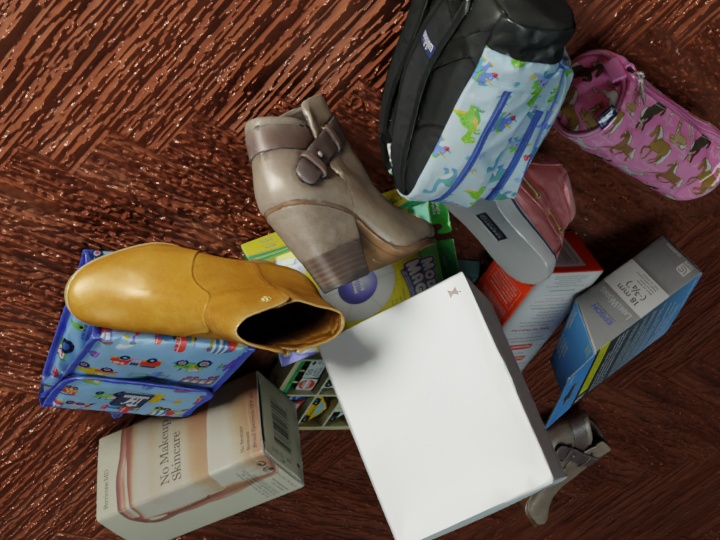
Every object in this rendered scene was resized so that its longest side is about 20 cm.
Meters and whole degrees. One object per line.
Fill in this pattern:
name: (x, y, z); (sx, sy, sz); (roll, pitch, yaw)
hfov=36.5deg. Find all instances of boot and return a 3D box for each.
boot: (-0.014, -0.069, 0.888); (0.070, 0.148, 0.199); (-23, 180, 29)
boot: (0.270, 0.267, 1.472); (0.145, 0.071, 0.200); (-31, 141, 5)
boot: (-0.122, 0.026, 0.852); (0.198, 0.144, 0.072); (-3, 104, -22)

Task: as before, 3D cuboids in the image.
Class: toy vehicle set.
toy vehicle set: (-0.027, 0.104, 1.151); (0.123, 0.027, 0.201); (3, 139, -29)

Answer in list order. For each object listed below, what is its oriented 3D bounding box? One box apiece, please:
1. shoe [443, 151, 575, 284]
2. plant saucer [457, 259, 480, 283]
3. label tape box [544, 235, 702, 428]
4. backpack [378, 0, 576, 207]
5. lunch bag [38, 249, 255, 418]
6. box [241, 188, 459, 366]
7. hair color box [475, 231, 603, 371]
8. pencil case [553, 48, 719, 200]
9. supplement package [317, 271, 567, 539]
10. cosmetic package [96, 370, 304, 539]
shoe: (0.126, -0.087, 1.000); (0.071, 0.092, 0.200); (-11, 129, 47)
plant saucer: (0.031, 0.014, 1.101); (0.197, 0.019, 0.070); (4, 134, -32)
label tape box: (0.261, 0.068, 1.178); (0.199, 0.063, 0.145); (-33, 156, -20)
backpack: (0.082, -0.140, 0.830); (0.152, 0.164, 0.201); (12, 128, -31)
lunch bag: (-0.206, 0.078, 1.012); (0.149, 0.095, 0.200); (6, 144, -28)
box: (0.000, 0.000, 1.011); (0.198, 0.048, 0.119); (-22, 122, -12)
hair color box: (0.158, 0.050, 1.160); (0.100, 0.062, 0.201); (-2, 137, -40)
pencil case: (0.260, -0.129, 1.005); (0.199, 0.086, 0.084); (21, 94, -42)
supplement package: (0.081, 0.131, 0.998); (0.145, 0.193, 0.200); (-25, 166, 9)
cosmetic package: (-0.165, 0.195, 1.115); (0.198, 0.104, 0.087); (-25, 138, 16)
